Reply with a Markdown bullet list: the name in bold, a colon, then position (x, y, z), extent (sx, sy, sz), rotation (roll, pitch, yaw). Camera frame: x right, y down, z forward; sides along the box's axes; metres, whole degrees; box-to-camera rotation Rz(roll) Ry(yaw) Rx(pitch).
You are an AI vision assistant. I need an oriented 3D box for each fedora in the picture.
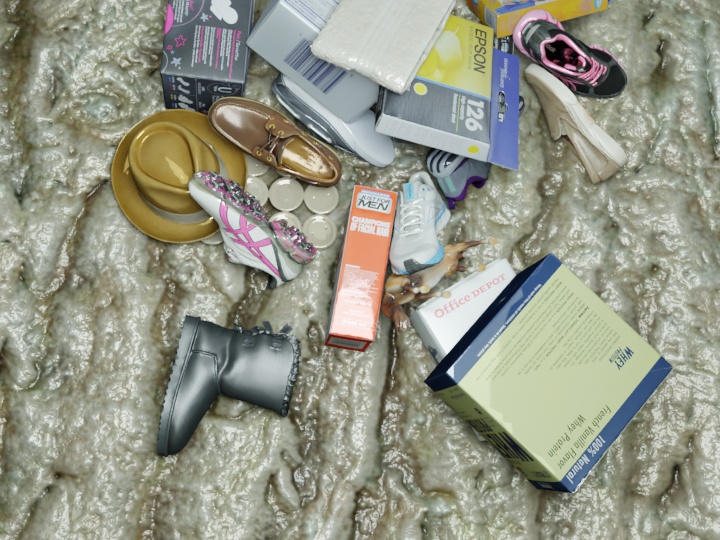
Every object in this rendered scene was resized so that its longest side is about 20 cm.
- **fedora**: position (-0.251, -0.138, 1.224), extent (0.199, 0.082, 0.202), rotation (-1, 77, 4)

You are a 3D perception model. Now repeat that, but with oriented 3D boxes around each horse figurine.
- **horse figurine**: position (0.091, 0.009, 1.182), extent (0.200, 0.132, 0.050), rotation (-35, 106, -29)

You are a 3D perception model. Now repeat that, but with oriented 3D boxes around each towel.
- **towel**: position (0.035, -0.318, 1.144), extent (0.132, 0.035, 0.201), rotation (25, 64, 9)

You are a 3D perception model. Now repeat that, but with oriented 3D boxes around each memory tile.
- **memory tile**: position (-0.129, -0.106, 1.275), extent (0.199, 0.017, 0.154), rotation (2, 77, -4)

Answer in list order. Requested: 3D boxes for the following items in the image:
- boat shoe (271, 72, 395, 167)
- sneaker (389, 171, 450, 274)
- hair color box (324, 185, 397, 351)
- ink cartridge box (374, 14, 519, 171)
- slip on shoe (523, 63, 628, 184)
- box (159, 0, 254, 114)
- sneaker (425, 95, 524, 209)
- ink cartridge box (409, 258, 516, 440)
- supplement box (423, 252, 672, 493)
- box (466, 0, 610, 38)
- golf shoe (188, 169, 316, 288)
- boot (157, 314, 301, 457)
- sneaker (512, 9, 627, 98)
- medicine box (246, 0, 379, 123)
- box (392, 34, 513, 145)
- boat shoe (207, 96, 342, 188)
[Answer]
- **boat shoe**: position (-0.040, -0.210, 1.281), extent (0.200, 0.068, 0.072), rotation (36, 49, -18)
- **sneaker**: position (0.069, -0.068, 1.197), extent (0.075, 0.200, 0.087), rotation (-12, 118, 15)
- **hair color box**: position (0.000, 0.000, 1.215), extent (0.064, 0.111, 0.201), rotation (9, 77, -4)
- **ink cartridge box**: position (0.123, -0.243, 1.176), extent (0.199, 0.047, 0.199), rotation (12, 60, -11)
- **slip on shoe**: position (0.299, -0.213, 1.317), extent (0.061, 0.076, 0.200), rotation (-42, 86, 9)
- **box**: position (-0.207, -0.332, 1.259), extent (0.114, 0.132, 0.201), rotation (6, 77, -7)
- **sneaker**: position (0.171, -0.174, 1.307), extent (0.200, 0.074, 0.088), rotation (-41, 126, -26)
- **ink cartridge box**: position (0.178, 0.106, 1.220), extent (0.145, 0.088, 0.201), rotation (-29, 84, -11)
- **supplement box**: position (0.224, 0.127, 1.108), extent (0.200, 0.134, 0.200), rotation (43, 77, 2)
- **box**: position (0.269, -0.407, 1.339), extent (0.199, 0.042, 0.119), rotation (-18, 43, -8)
- **golf shoe**: position (-0.155, -0.049, 1.194), extent (0.092, 0.073, 0.200), rotation (-44, 117, 14)
- **boot**: position (-0.169, 0.157, 1.187), extent (0.161, 0.073, 0.199), rotation (13, 76, -6)
- **sneaker**: position (0.309, -0.293, 1.292), extent (0.199, 0.096, 0.079), rotation (21, 112, -26)
- **medicine box**: position (-0.028, -0.339, 1.236), extent (0.182, 0.103, 0.201), rotation (35, 52, -19)
- **box**: position (0.132, -0.258, 1.273), extent (0.159, 0.044, 0.201), rotation (6, 54, 3)
- **boat shoe**: position (-0.111, -0.173, 1.222), extent (0.199, 0.068, 0.072), rotation (27, 99, -13)
